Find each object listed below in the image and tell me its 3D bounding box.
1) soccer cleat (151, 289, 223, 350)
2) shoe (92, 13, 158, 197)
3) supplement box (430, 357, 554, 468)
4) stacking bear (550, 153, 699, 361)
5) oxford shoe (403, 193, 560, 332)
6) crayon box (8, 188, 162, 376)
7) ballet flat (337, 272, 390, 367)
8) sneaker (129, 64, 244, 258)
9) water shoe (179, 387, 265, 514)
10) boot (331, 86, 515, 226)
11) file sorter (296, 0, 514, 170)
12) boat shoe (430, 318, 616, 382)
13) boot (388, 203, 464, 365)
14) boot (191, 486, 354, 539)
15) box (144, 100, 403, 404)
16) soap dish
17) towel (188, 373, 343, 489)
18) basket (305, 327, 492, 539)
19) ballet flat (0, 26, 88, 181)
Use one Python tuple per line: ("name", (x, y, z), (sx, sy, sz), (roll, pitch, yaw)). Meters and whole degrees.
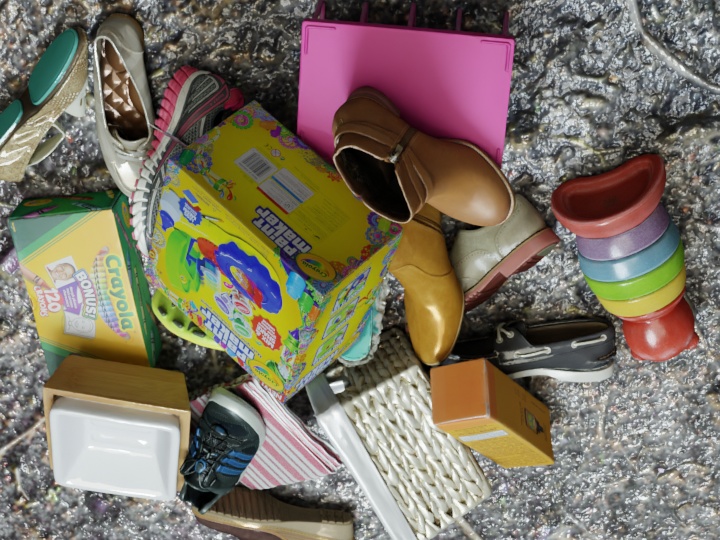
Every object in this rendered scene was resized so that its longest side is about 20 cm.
("soccer cleat", (-0.129, 0.069, 1.713), (0.199, 0.065, 0.084), (17, 157, 10))
("shoe", (-0.246, -0.161, 1.659), (0.069, 0.053, 0.201), (-2, 115, 8))
("supplement box", (0.142, 0.154, 1.695), (0.068, 0.067, 0.200), (-14, 154, 25))
("stacking bear", (0.286, 0.003, 1.651), (0.121, 0.114, 0.201), (-19, 117, 15))
("oxford shoe", (0.116, -0.005, 1.697), (0.200, 0.070, 0.075), (-36, 79, 23))
("crayon box", (-0.296, 0.017, 1.748), (0.118, 0.058, 0.201), (-6, 115, 10))
("ballet flat", (0.000, 0.000, 1.696), (0.071, 0.072, 0.202), (11, 96, 1))
("sneaker", (-0.180, -0.104, 1.636), (0.074, 0.081, 0.201), (18, 98, 9))
("water shoe", (-0.153, 0.202, 1.736), (0.071, 0.079, 0.200), (30, 148, 11))
("boot", (0.057, -0.083, 1.463), (0.200, 0.155, 0.077), (41, 111, -13))
("file sorter", (0.045, -0.185, 1.574), (0.198, 0.126, 0.140), (5, 115, 3))
("boat shoe", (0.174, 0.081, 1.716), (0.198, 0.074, 0.061), (1, 116, 3))
("boot", (0.043, -0.006, 1.620), (0.070, 0.144, 0.203), (3, 89, 35))
("boot", (-0.109, 0.345, 1.876), (0.198, 0.072, 0.167), (11, 114, -3))
("box", (-0.088, -0.016, 1.558), (0.200, 0.122, 0.193), (41, 145, 15))
("soap dish", (-0.264, 0.173, 1.765), (0.156, 0.082, 0.200), (9, 147, -3))
("towel", (-0.118, 0.178, 1.775), (0.146, 0.030, 0.200), (48, 147, -15))
("basket", (0.041, 0.178, 1.733), (0.123, 0.136, 0.201), (-31, 111, 1))
("ballet flat", (-0.325, -0.168, 1.669), (0.065, 0.071, 0.200), (25, 122, -36))
